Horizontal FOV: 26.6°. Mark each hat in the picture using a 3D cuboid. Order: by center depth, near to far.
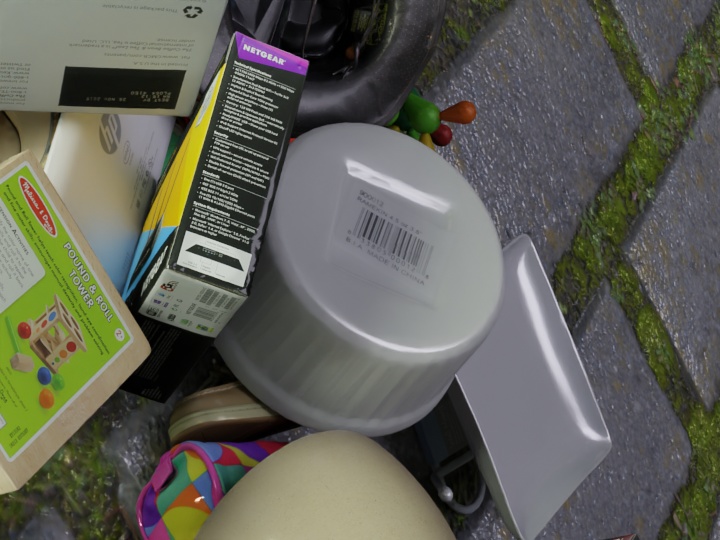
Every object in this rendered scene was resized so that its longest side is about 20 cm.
[{"bbox_3d":[-0.045,-0.184,1.034,0.199,0.081,0.202,-8,108,-25],"label":"hat"}]

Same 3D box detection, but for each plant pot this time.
[{"bbox_3d":[-0.003,0.219,0.936,0.199,0.134,0.202,-25,129,-35],"label":"plant pot"}]

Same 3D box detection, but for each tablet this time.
[{"bbox_3d":[-0.154,-0.077,0.956,0.130,0.014,0.202,59,38,-59],"label":"tablet"}]

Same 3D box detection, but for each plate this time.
[{"bbox_3d":[0.121,0.090,1.207,0.199,0.032,0.201,-31,100,-56],"label":"plate"}]

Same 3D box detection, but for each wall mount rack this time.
[{"bbox_3d":[0.067,0.102,1.211,0.173,0.074,0.202,-22,92,-53],"label":"wall mount rack"}]

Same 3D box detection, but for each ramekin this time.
[{"bbox_3d":[0.000,0.000,1.008,0.199,0.098,0.202,14,56,-21],"label":"ramekin"}]

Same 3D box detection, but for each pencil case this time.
[{"bbox_3d":[-0.056,0.154,1.017,0.199,0.088,0.089,9,69,-53],"label":"pencil case"}]

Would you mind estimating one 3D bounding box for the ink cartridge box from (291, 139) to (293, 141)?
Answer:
[{"bbox_3d":[-0.004,-0.062,1.167,0.201,0.047,0.160,61,25,-3],"label":"ink cartridge box"}]

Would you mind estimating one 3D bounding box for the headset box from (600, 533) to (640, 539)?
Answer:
[{"bbox_3d":[0.124,0.272,1.108,0.149,0.199,0.075,-41,108,-53],"label":"headset box"}]

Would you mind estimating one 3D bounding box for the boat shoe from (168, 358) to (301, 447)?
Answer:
[{"bbox_3d":[-0.067,0.081,1.050,0.200,0.073,0.063,-6,73,-60],"label":"boat shoe"}]

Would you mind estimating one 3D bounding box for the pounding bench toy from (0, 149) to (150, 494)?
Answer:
[{"bbox_3d":[-0.239,0.008,0.769,0.201,0.155,0.124,61,37,-17],"label":"pounding bench toy"}]

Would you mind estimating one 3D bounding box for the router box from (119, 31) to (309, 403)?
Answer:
[{"bbox_3d":[-0.095,-0.023,0.887,0.051,0.200,0.150,20,63,-13],"label":"router box"}]

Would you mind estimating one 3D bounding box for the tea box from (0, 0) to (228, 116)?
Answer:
[{"bbox_3d":[-0.187,-0.205,0.857,0.198,0.134,0.198,0,62,-19],"label":"tea box"}]

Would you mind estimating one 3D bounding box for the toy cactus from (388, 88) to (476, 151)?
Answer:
[{"bbox_3d":[0.030,-0.178,1.266,0.201,0.102,0.166,55,23,-29],"label":"toy cactus"}]

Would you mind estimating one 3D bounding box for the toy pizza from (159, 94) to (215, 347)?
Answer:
[{"bbox_3d":[-0.105,-0.045,1.081,0.200,0.032,0.202,26,56,-45],"label":"toy pizza"}]

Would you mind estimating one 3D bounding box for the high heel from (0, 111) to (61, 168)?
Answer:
[{"bbox_3d":[-0.220,-0.076,0.901,0.143,0.071,0.202,-42,118,-59],"label":"high heel"}]
